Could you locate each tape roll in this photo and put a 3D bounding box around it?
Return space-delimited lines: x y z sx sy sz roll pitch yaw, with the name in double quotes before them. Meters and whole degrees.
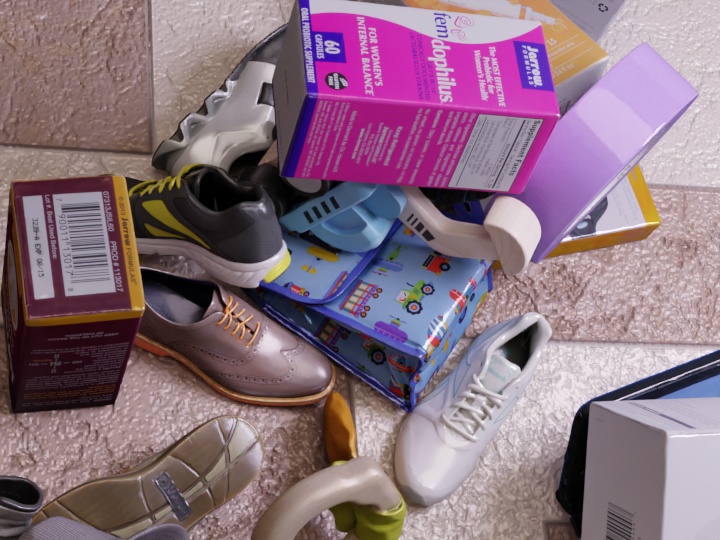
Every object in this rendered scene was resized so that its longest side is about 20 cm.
"tape roll" 0.197 -0.099 1.275 0.066 0.200 0.200 45 61 6

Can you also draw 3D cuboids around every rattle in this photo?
"rattle" -0.076 0.193 1.175 0.199 0.130 0.143 -33 66 -1

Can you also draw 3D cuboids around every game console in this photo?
"game console" 0.280 0.178 1.267 0.199 0.172 0.118 -18 45 -24

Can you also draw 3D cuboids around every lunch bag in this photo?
"lunch bag" 0.000 0.000 1.289 0.199 0.094 0.151 28 58 13

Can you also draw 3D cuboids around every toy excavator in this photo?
"toy excavator" 0.026 -0.059 1.231 0.200 0.194 0.100 44 52 -19

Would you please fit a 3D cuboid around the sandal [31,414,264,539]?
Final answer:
"sandal" -0.166 0.178 1.157 0.199 0.054 0.081 -30 96 -19

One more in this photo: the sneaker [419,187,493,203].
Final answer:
"sneaker" 0.051 -0.118 1.319 0.199 0.076 0.078 22 33 29

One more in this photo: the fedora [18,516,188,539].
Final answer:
"fedora" -0.210 0.245 1.056 0.090 0.201 0.177 28 33 24

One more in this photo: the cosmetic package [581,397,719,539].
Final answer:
"cosmetic package" 0.290 0.210 1.194 0.199 0.123 0.201 1 97 -21

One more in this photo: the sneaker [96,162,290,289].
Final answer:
"sneaker" -0.143 -0.056 1.227 0.199 0.085 0.075 17 40 23

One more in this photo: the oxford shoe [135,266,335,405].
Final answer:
"oxford shoe" -0.110 0.054 1.224 0.199 0.073 0.072 21 61 -7

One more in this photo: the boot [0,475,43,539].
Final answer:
"boot" -0.327 0.198 1.051 0.199 0.131 0.068 -5 39 -23

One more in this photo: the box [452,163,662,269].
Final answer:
"box" 0.171 -0.073 1.391 0.199 0.042 0.120 -11 69 -19

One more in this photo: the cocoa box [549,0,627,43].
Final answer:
"cocoa box" 0.180 -0.326 1.457 0.199 0.133 0.132 33 60 -1

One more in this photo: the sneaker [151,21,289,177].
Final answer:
"sneaker" -0.089 -0.137 1.324 0.088 0.074 0.200 38 71 3

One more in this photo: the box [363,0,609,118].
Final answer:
"box" 0.109 -0.203 1.374 0.124 0.098 0.200 -31 65 -30

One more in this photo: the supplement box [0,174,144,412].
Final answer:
"supplement box" -0.223 0.022 1.131 0.085 0.200 0.111 -4 67 -18

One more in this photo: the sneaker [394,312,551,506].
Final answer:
"sneaker" 0.095 0.108 1.260 0.070 0.080 0.201 36 62 0

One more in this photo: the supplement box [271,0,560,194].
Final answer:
"supplement box" 0.040 -0.133 1.151 0.198 0.104 0.102 4 55 -15
